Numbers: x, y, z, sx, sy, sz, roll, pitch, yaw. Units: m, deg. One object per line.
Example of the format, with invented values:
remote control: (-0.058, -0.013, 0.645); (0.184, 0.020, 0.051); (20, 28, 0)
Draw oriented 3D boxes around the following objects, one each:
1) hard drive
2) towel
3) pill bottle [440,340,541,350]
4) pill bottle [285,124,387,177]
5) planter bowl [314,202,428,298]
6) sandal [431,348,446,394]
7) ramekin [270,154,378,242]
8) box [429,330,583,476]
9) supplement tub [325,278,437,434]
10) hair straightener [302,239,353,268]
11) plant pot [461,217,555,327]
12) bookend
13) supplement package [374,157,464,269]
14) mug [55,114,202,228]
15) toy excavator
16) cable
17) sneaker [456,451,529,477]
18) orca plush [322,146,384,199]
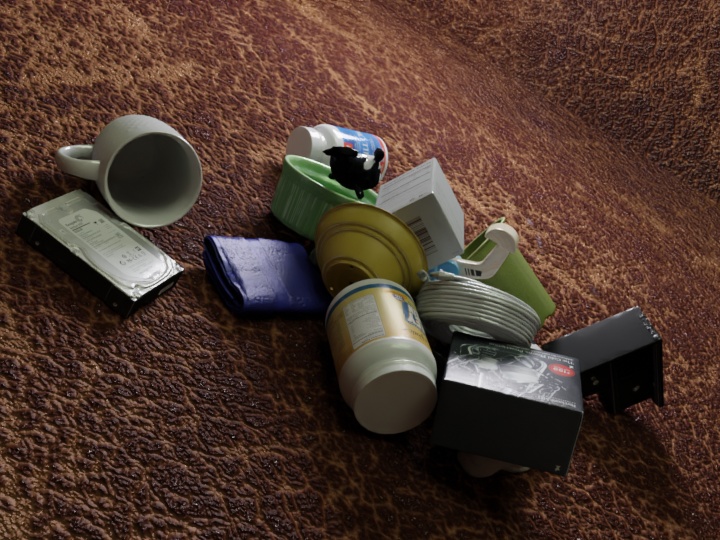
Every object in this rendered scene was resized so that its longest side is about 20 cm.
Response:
hard drive: (-0.361, -0.029, 1.370); (0.199, 0.038, 0.140); (37, 27, 6)
towel: (-0.146, 0.014, 1.535); (0.199, 0.050, 0.148); (3, 47, -47)
pill bottle: (0.239, 0.146, 1.672); (0.200, 0.112, 0.111); (44, 28, 18)
pill bottle: (-0.049, -0.231, 1.963); (0.198, 0.113, 0.113); (4, 39, -44)
planter bowl: (0.000, 0.000, 1.541); (0.199, 0.201, 0.084); (34, 46, 1)
sandal: (0.139, 0.188, 1.556); (0.199, 0.076, 0.048); (34, -7, -3)
ramekin: (-0.063, -0.116, 1.735); (0.198, 0.099, 0.200); (25, 14, -7)
box: (0.213, 0.187, 1.416); (0.197, 0.105, 0.182); (12, 21, 6)
supplement tub: (0.031, 0.124, 1.438); (0.143, 0.145, 0.201); (19, 30, -26)
hair straightener: (-0.008, 0.005, 1.705); (0.199, 0.041, 0.077); (25, 13, -30)
plant pot: (0.255, 0.040, 1.813); (0.190, 0.200, 0.200); (47, 27, -2)
bookend: (0.453, 0.196, 1.823); (0.198, 0.200, 0.093); (-21, 43, -4)
supplement package: (0.099, -0.088, 1.638); (0.118, 0.116, 0.200); (60, 16, -16)
mug: (-0.357, -0.162, 1.476); (0.198, 0.150, 0.175); (-1, 22, -27)
toy excavator: (0.164, 0.006, 1.676); (0.197, 0.197, 0.100); (8, 22, 13)
cable: (0.181, 0.076, 1.537); (0.198, 0.070, 0.200); (14, -18, 15)
sneaker: (0.236, 0.261, 1.506); (0.199, 0.089, 0.075); (-6, 46, -51)
orca plush: (0.001, -0.160, 1.652); (0.200, 0.104, 0.072); (72, -2, -79)
